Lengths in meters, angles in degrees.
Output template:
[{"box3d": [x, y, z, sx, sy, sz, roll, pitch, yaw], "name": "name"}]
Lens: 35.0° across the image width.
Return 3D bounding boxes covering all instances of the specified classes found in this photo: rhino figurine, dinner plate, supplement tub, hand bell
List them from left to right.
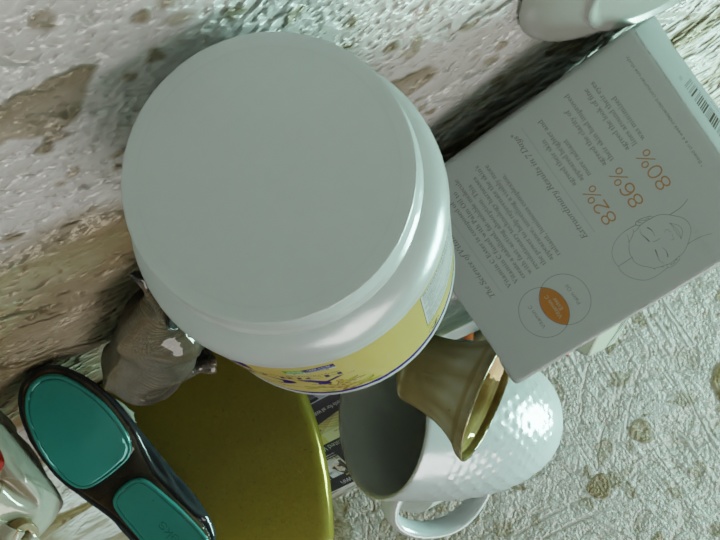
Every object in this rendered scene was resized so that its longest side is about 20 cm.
[{"box3d": [-0.124, 0.035, 0.753, 0.087, 0.060, 0.200, -26, 166, -28], "name": "rhino figurine"}, {"box3d": [-0.027, -0.019, 0.556, 0.145, 0.146, 0.200, -29, 167, 0], "name": "supplement tub"}, {"box3d": [0.011, 0.063, 0.898, 0.104, 0.199, 0.104, -55, 157, -37], "name": "hand bell"}, {"box3d": [0.181, -0.185, 0.644, 0.199, 0.024, 0.200, -28, 166, -7], "name": "dinner plate"}]

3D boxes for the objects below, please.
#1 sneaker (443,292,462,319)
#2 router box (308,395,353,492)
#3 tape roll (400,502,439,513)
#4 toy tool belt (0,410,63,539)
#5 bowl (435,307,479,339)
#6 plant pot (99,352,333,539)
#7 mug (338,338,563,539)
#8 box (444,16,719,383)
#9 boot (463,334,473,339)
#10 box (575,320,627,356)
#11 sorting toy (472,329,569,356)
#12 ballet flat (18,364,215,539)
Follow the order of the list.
[{"box3d": [0.000, 0.000, 0.824, 0.199, 0.082, 0.074, -7, 146, -34], "name": "sneaker"}, {"box3d": [-0.012, 0.136, 1.160, 0.199, 0.052, 0.157, -28, 125, 18], "name": "router box"}, {"box3d": [0.101, 0.252, 1.753, 0.139, 0.203, 0.203, -21, 165, -35], "name": "tape roll"}, {"box3d": [-0.278, 0.159, 0.758, 0.123, 0.125, 0.200, -35, 168, -12], "name": "toy tool belt"}, {"box3d": [0.078, 0.006, 0.958, 0.200, 0.091, 0.201, -23, 169, -5], "name": "bowl"}, {"box3d": [-0.116, 0.176, 0.991, 0.195, 0.201, 0.194, -28, 167, -9], "name": "plant pot"}, {"box3d": [0.084, 0.159, 1.055, 0.175, 0.148, 0.201, 6, 110, -31], "name": "mug"}, {"box3d": [0.151, -0.048, 0.770, 0.200, 0.153, 0.106, -34, -178, 28], "name": "box"}, {"box3d": [0.032, 0.080, 1.222, 0.199, 0.108, 0.075, -5, 133, 4], "name": "boot"}, {"box3d": [0.197, -0.041, 0.874, 0.068, 0.082, 0.201, -12, 132, -57], "name": "box"}, {"box3d": [0.206, -0.011, 1.040, 0.200, 0.070, 0.199, -35, -161, 27], "name": "sorting toy"}, {"box3d": [-0.180, 0.143, 0.846, 0.073, 0.200, 0.073, -31, -159, 14], "name": "ballet flat"}]
